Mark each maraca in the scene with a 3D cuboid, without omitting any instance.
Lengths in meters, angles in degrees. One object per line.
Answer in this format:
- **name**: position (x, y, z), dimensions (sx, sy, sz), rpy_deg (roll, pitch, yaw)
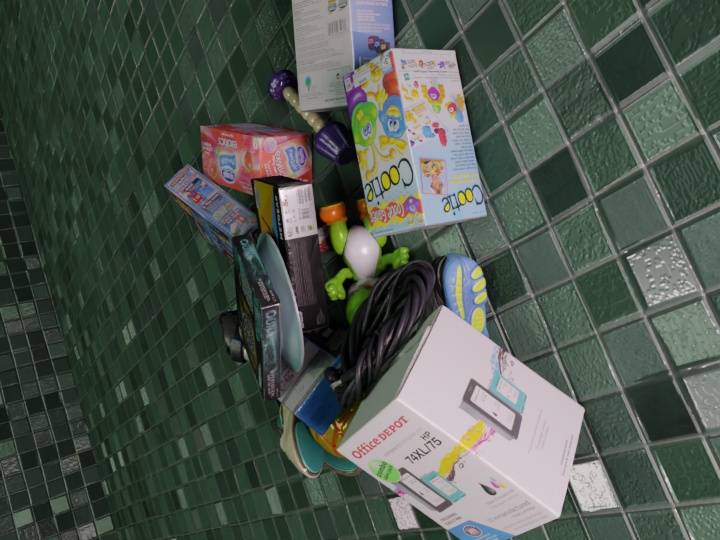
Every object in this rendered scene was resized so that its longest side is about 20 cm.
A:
- **maraca**: position (-0.009, 0.222, 1.004), dimensions (0.200, 0.107, 0.137), rpy_deg (0, 99, 53)

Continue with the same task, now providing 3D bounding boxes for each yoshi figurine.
- **yoshi figurine**: position (0.005, 0.001, 0.928), dimensions (0.112, 0.112, 0.200), rpy_deg (-3, 103, 45)

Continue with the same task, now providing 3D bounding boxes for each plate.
- **plate**: position (-0.122, 0.047, 0.931), dimensions (0.200, 0.026, 0.201), rpy_deg (167, 90, -71)

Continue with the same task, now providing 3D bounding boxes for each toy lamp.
- **toy lamp**: position (-0.072, -0.228, 1.005), dimensions (0.200, 0.058, 0.058), rpy_deg (51, 136, 34)

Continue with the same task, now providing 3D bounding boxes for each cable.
- **cable**: position (0.021, 0.070, 0.811), dimensions (0.200, 0.051, 0.163), rpy_deg (-54, 7, 5)

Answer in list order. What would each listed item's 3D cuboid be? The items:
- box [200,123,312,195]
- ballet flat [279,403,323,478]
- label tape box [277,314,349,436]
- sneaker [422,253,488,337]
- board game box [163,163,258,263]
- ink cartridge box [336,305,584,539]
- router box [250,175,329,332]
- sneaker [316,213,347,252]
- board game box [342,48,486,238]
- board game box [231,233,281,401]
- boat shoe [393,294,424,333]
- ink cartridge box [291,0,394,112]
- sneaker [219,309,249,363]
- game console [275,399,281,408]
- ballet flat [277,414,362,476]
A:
- **box**: position (-0.175, -0.189, 1.114), dimensions (0.200, 0.102, 0.095), rpy_deg (21, 118, 47)
- **ballet flat**: position (-0.102, 0.253, 1.085), dimensions (0.200, 0.069, 0.070), rpy_deg (-100, 27, -45)
- **label tape box**: position (-0.074, 0.139, 1.008), dimensions (0.063, 0.144, 0.200), rpy_deg (43, 169, -28)
- **sneaker**: position (0.117, 0.074, 0.842), dimensions (0.083, 0.071, 0.200), rpy_deg (-144, 50, -66)
- **board game box**: position (-0.245, -0.086, 1.178), dimensions (0.200, 0.062, 0.200), rpy_deg (41, 165, 14)
- **ink cartridge box**: position (0.109, 0.174, 0.735), dimensions (0.200, 0.146, 0.147), rpy_deg (36, 136, -2)
- **router box**: position (-0.101, -0.028, 0.945), dimensions (0.149, 0.051, 0.200), rpy_deg (-153, 54, -64)
- **sneaker**: position (-0.091, -0.065, 1.057), dimensions (0.200, 0.078, 0.082), rpy_deg (-1, 98, 53)
- **board game box**: position (0.064, -0.150, 0.806), dimensions (0.103, 0.105, 0.200), rpy_deg (-10, 91, 54)
- **board game box**: position (-0.141, 0.068, 0.914), dimensions (0.200, 0.028, 0.135), rpy_deg (97, 152, -45)
- **boat shoe**: position (0.075, 0.134, 0.902), dimensions (0.075, 0.086, 0.202), rpy_deg (-4, 68, 58)
- **ink cartridge box**: position (-0.024, -0.320, 0.897), dimensions (0.136, 0.076, 0.200), rpy_deg (10, 109, 51)
- **sneaker**: position (-0.169, 0.060, 1.092), dimensions (0.073, 0.112, 0.200), rpy_deg (84, -168, -45)
- **game console**: position (-0.102, 0.207, 1.187), dimensions (0.200, 0.031, 0.177), rpy_deg (-49, 61, 48)
- **ballet flat**: position (-0.057, 0.292, 1.115), dimensions (0.200, 0.068, 0.072), rpy_deg (16, 151, 38)
